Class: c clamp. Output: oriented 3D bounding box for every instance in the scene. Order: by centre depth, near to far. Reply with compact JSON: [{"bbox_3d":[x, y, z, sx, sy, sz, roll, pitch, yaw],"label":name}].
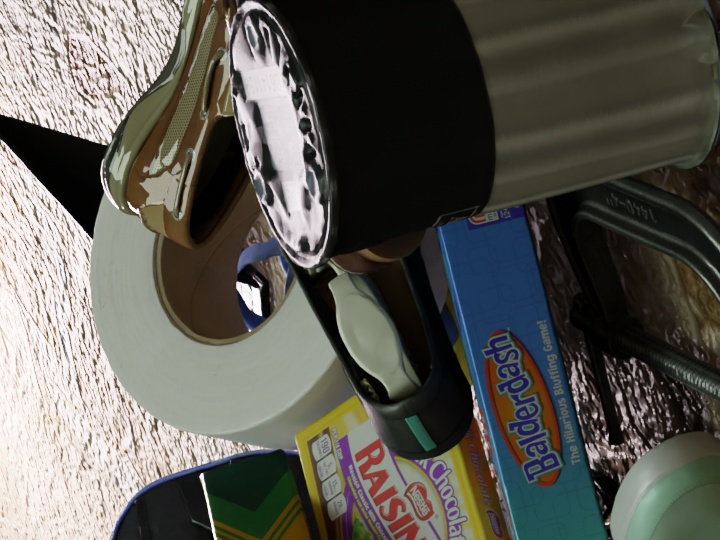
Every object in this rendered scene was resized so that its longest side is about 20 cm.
[{"bbox_3d":[0.144,0.024,1.325,0.200,0.027,0.172,22,137,64],"label":"c clamp"}]

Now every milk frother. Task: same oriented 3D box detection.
[{"bbox_3d":[0.032,-0.127,1.247,0.180,0.187,0.201,-142,41,-61],"label":"milk frother"}]

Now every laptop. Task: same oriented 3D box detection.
[{"bbox_3d":[-0.150,0.003,1.852,0.187,0.115,0.201,44,146,46],"label":"laptop"}]

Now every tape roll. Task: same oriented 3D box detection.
[{"bbox_3d":[-0.050,-0.007,1.540,0.202,0.071,0.204,-10,73,36],"label":"tape roll"}]

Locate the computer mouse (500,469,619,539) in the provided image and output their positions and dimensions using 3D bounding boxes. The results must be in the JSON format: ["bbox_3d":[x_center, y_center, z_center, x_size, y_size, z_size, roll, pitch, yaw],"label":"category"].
[{"bbox_3d":[0.093,0.144,1.534,0.059,0.034,0.200,67,156,8],"label":"computer mouse"}]

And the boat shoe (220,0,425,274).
[{"bbox_3d":[-0.021,-0.086,1.386,0.070,0.070,0.201,-35,60,44],"label":"boat shoe"}]

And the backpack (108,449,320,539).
[{"bbox_3d":[-0.068,0.218,1.771,0.147,0.182,0.201,89,167,-83],"label":"backpack"}]

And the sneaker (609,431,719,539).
[{"bbox_3d":[0.177,0.171,1.314,0.118,0.073,0.201,51,161,49],"label":"sneaker"}]

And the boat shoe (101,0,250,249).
[{"bbox_3d":[-0.058,-0.100,1.482,0.074,0.075,0.201,42,114,31],"label":"boat shoe"}]

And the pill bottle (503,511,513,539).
[{"bbox_3d":[0.057,0.223,1.536,0.113,0.113,0.201,42,156,47],"label":"pill bottle"}]

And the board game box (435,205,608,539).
[{"bbox_3d":[0.078,0.060,1.388,0.152,0.045,0.201,46,-151,-88],"label":"board game box"}]

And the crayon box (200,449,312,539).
[{"bbox_3d":[-0.035,0.189,1.463,0.200,0.050,0.128,-112,6,-70],"label":"crayon box"}]

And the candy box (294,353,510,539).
[{"bbox_3d":[0.030,0.147,1.421,0.102,0.026,0.201,-34,57,29],"label":"candy box"}]

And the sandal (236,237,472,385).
[{"bbox_3d":[-0.007,0.024,1.591,0.200,0.087,0.080,28,132,55],"label":"sandal"}]

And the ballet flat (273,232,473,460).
[{"bbox_3d":[0.000,0.000,1.410,0.201,0.068,0.068,62,-172,29],"label":"ballet flat"}]
